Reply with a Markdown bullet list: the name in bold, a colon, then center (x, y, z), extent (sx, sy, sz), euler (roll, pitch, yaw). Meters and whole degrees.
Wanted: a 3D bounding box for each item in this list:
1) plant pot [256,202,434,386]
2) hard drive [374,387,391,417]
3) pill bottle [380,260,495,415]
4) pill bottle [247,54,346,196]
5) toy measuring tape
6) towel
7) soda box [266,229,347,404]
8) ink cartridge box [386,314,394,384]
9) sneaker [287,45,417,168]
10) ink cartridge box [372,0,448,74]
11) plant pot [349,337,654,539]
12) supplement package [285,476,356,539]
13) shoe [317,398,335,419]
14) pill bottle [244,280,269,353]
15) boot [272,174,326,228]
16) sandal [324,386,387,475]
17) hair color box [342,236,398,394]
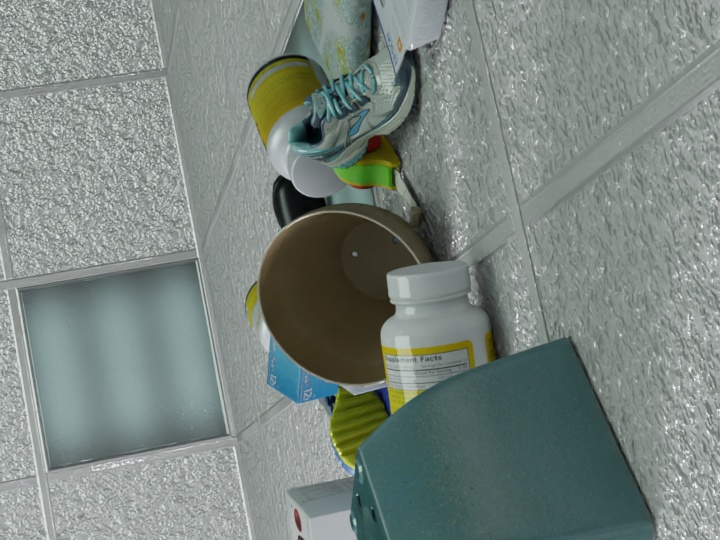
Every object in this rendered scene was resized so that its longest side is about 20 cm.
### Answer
- **plant pot**: center (0.002, 0.010, 1.579), extent (0.134, 0.199, 0.201), euler (-46, -46, -63)
- **hard drive**: center (0.039, 0.169, 1.834), extent (0.132, 0.025, 0.201), euler (96, 160, -50)
- **pill bottle**: center (0.079, 0.096, 1.407), extent (0.111, 0.111, 0.201), euler (-160, 62, -76)
- **pill bottle**: center (-0.073, -0.184, 1.835), extent (0.200, 0.111, 0.112), euler (-114, 19, -49)
- **toy measuring tape**: center (0.012, -0.109, 1.647), extent (0.200, 0.073, 0.074), euler (-114, 19, -50)
- **towel**: center (-0.027, -0.323, 1.718), extent (0.200, 0.048, 0.172), euler (-113, 15, -46)
- **soda box**: center (-0.062, 0.051, 1.697), extent (0.068, 0.064, 0.201), euler (28, 120, 46)
- **ink cartridge box**: center (0.061, 0.176, 1.635), extent (0.163, 0.057, 0.201), euler (-117, 35, -53)
- **sneaker**: center (-0.011, -0.177, 1.560), extent (0.200, 0.086, 0.078), euler (-46, 48, 44)
- **ink cartridge box**: center (0.042, -0.330, 1.411), extent (0.200, 0.040, 0.200), euler (105, 152, -62)
- **plant pot**: center (0.100, 0.204, 1.194), extent (0.196, 0.199, 0.197), euler (96, 159, -49)
- **supplement package**: center (-0.004, 0.389, 1.914), extent (0.200, 0.146, 0.192), euler (-177, 78, -78)
- **shoe**: center (-0.007, 0.181, 1.972), extent (0.201, 0.071, 0.091), euler (56, -152, 7)
- **pill bottle**: center (-0.112, 0.079, 2.240), extent (0.200, 0.111, 0.113), euler (-135, 37, -68)
- **boot**: center (-0.065, -0.027, 2.026), extent (0.168, 0.076, 0.201), euler (-119, 16, -66)
- **sandal**: center (-0.008, 0.186, 1.845), extent (0.087, 0.079, 0.201), euler (88, 174, -46)
- **hair color box**: center (-0.007, 0.036, 1.725), extent (0.099, 0.060, 0.201), euler (28, 119, 46)
